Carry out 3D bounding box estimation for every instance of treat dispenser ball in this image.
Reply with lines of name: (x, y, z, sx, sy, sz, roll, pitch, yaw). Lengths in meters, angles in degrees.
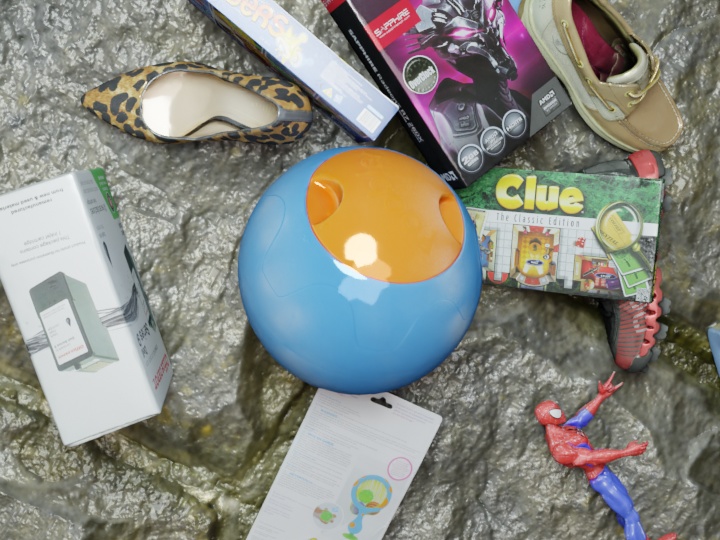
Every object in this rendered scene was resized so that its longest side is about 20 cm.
treat dispenser ball: (0.000, 0.000, 0.805, 0.199, 0.201, 0.203, -1, 97, -5)

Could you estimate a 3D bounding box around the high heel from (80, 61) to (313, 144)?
high heel: (-0.138, -0.137, 0.805, 0.198, 0.143, 0.072, 3, 98, -5)

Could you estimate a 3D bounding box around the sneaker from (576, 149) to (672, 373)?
sneaker: (0.226, -0.006, 0.890, 0.097, 0.071, 0.203, -3, 99, 0)

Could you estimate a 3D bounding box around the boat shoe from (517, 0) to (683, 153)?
boat shoe: (0.219, -0.170, 0.849, 0.199, 0.066, 0.074, 37, 78, -25)

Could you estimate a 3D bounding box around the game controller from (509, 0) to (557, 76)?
game controller: (0.094, -0.234, 0.864, 0.199, 0.042, 0.105, 26, 94, -8)

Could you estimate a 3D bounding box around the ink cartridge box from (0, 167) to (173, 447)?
ink cartridge box: (-0.229, 0.024, 0.817, 0.083, 0.146, 0.202, -18, 99, -3)

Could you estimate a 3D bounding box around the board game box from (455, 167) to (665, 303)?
board game box: (0.158, -0.035, 0.857, 0.198, 0.023, 0.106, 6, 94, 24)

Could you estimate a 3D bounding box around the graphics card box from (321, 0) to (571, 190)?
graphics card box: (0.070, -0.181, 0.808, 0.125, 0.051, 0.201, -37, 102, -15)

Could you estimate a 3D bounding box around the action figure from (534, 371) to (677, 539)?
action figure: (0.247, 0.181, 0.917, 0.099, 0.065, 0.200, -43, 100, 10)

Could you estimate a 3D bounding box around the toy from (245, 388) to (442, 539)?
toy: (-0.021, 0.194, 0.905, 0.114, 0.047, 0.201, 24, 98, -11)

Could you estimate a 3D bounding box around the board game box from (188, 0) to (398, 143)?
board game box: (-0.062, -0.182, 0.810, 0.200, 0.135, 0.035, 39, 92, -9)

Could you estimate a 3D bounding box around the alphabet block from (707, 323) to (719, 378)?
alphabet block: (0.455, 0.117, 0.861, 0.198, 0.196, 0.197, -19, 100, -2)
